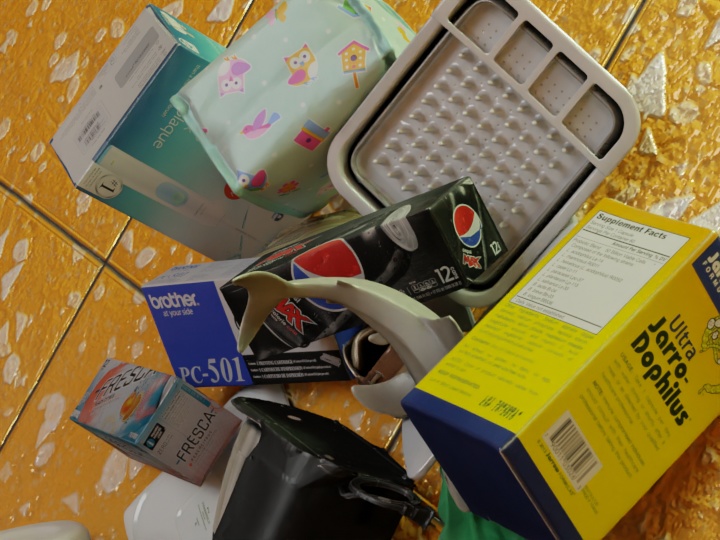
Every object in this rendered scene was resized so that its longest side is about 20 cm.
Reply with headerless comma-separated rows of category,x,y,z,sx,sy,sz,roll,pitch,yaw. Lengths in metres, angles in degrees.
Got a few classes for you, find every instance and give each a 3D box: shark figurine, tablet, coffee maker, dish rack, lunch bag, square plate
shark figurine,0.026,0.041,1.471,0.128,0.214,0.090,-53,1,-23
tablet,0.093,0.051,1.587,0.200,0.014,0.130,-53,11,13
coffee maker,-0.055,0.212,1.582,0.192,0.134,0.200,-132,62,-74
dish rack,0.090,-0.093,1.614,0.172,0.044,0.200,43,110,10
lunch bag,-0.023,-0.126,1.730,0.170,0.200,0.122,-41,68,11
square plate,-0.114,0.199,1.775,0.198,0.028,0.200,-45,38,21

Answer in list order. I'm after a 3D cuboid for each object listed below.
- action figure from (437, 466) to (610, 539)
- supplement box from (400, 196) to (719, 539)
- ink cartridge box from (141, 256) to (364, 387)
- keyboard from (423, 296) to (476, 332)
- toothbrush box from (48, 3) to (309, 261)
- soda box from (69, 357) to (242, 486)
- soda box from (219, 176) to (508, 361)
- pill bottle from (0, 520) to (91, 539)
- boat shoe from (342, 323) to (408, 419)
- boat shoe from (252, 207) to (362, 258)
action figure,0.094,0.155,1.507,0.118,0.055,0.200,-21,27,3
supplement box,0.145,0.066,1.418,0.200,0.110,0.109,-44,33,-16
ink cartridge box,-0.078,0.040,1.768,0.200,0.094,0.044,-5,21,45
keyboard,0.009,0.032,1.723,0.200,0.056,0.011,-12,15,47
toothbrush box,-0.126,-0.101,1.841,0.147,0.200,0.085,-52,37,12
soda box,-0.167,0.119,1.813,0.064,0.068,0.200,-58,20,-11
soda box,0.000,0.000,1.606,0.200,0.063,0.071,-21,10,36
pill bottle,-0.243,0.302,1.734,0.112,0.112,0.201,-5,98,49
boat shoe,0.027,0.060,1.609,0.076,0.072,0.200,-56,10,-8
boat shoe,-0.016,-0.020,1.762,0.200,0.071,0.065,-12,38,46
